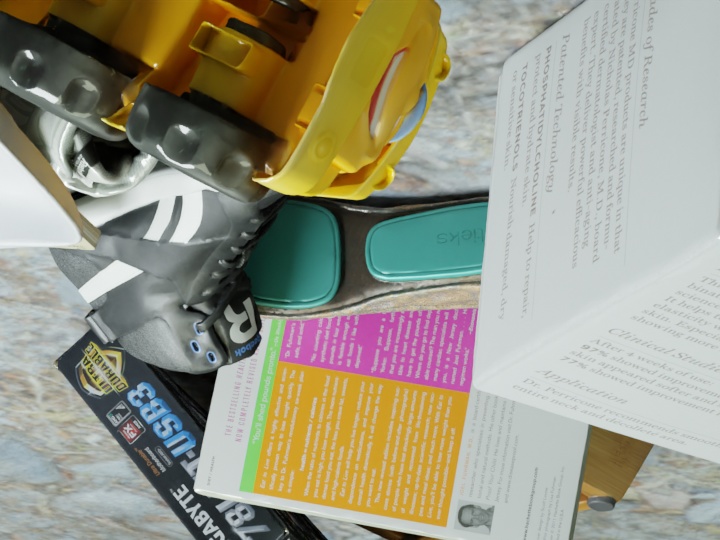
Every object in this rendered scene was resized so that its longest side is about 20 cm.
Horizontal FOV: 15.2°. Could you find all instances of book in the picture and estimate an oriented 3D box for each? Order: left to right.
[{"bbox_3d":[0.023,0.071,1.428,0.199,0.135,0.048,10,173,9],"label":"book"}]

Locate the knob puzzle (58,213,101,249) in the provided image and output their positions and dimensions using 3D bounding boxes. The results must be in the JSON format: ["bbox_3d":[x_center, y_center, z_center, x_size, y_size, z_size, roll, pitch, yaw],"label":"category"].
[{"bbox_3d":[-0.245,-0.054,1.261,0.218,0.031,0.220,16,160,6],"label":"knob puzzle"}]

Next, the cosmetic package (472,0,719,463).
[{"bbox_3d":[0.172,-0.031,1.162,0.167,0.167,0.200,18,153,-23],"label":"cosmetic package"}]

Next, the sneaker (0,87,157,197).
[{"bbox_3d":[-0.130,-0.068,1.266,0.075,0.082,0.200,16,155,-22],"label":"sneaker"}]

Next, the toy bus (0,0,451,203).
[{"bbox_3d":[-0.034,-0.088,1.080,0.199,0.136,0.192,27,176,38],"label":"toy bus"}]

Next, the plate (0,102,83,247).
[{"bbox_3d":[-0.228,-0.085,1.127,0.199,0.032,0.200,0,139,41],"label":"plate"}]

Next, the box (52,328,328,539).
[{"bbox_3d":[-0.071,0.139,1.578,0.050,0.200,0.199,-42,145,-2],"label":"box"}]

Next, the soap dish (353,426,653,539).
[{"bbox_3d":[0.050,0.094,1.552,0.199,0.082,0.157,-18,145,40],"label":"soap dish"}]

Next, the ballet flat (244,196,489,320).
[{"bbox_3d":[0.000,0.000,1.392,0.199,0.069,0.067,2,161,15],"label":"ballet flat"}]

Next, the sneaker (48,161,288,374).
[{"bbox_3d":[-0.062,-0.012,1.317,0.199,0.073,0.112,-16,110,43],"label":"sneaker"}]
